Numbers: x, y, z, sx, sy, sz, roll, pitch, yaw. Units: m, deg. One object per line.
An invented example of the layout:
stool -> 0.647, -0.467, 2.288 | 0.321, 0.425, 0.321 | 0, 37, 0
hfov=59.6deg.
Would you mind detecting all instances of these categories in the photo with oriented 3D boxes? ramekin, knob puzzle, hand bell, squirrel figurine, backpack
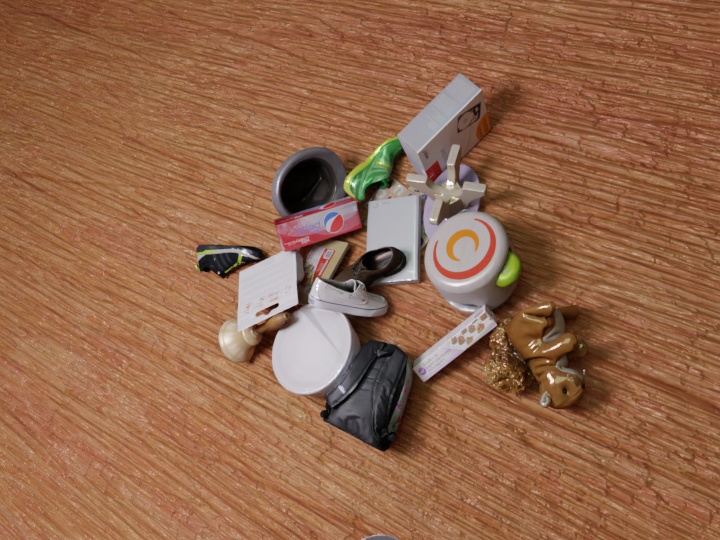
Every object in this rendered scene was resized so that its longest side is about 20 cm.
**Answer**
ramekin -> -0.088, 0.181, 1.377 | 0.198, 0.094, 0.207 | -12, 63, 24
knob puzzle -> -0.139, -0.001, 1.515 | 0.215, 0.031, 0.224 | -16, 50, 20
hand bell -> -0.224, 0.130, 1.411 | 0.198, 0.103, 0.107 | -28, 57, 40
squirrel figurine -> 0.339, 0.176, 1.207 | 0.197, 0.140, 0.192 | -20, 72, 29
backpack -> 0.028, 0.246, 1.291 | 0.164, 0.127, 0.204 | 22, 78, 12

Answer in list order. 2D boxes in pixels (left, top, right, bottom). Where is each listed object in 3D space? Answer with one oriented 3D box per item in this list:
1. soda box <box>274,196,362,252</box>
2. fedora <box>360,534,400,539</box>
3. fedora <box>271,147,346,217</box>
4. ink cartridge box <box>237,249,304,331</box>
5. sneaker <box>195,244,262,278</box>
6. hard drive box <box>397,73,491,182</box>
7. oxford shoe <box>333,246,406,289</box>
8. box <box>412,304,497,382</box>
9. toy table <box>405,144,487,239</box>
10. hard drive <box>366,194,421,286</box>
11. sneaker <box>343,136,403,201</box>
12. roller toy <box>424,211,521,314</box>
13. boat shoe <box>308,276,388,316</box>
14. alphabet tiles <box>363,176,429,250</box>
soda box -> -0.100, -0.110, 1.477 | 0.195, 0.072, 0.063 | -19, 20, -9
fedora -> 0.055, 0.591, 1.157 | 0.174, 0.090, 0.203 | -29, 67, 11
fedora -> -0.137, -0.210, 1.545 | 0.199, 0.179, 0.090 | -37, 30, -15
ink cartridge box -> -0.203, 0.049, 1.446 | 0.159, 0.050, 0.203 | -25, 42, 12
sneaker -> -0.333, -0.022, 1.599 | 0.195, 0.071, 0.085 | 3, 94, 25
hard drive box -> 0.195, -0.317, 1.439 | 0.200, 0.156, 0.077 | -44, 61, 1
oxford shoe -> 0.000, 0.000, 1.400 | 0.198, 0.084, 0.074 | -33, 64, 14
box -> 0.190, 0.149, 1.277 | 0.199, 0.042, 0.039 | -42, 96, 19
toy table -> 0.197, -0.164, 1.390 | 0.179, 0.117, 0.205 | 0, 69, 20
hard drive -> 0.076, -0.068, 1.451 | 0.129, 0.026, 0.205 | -5, 71, 23
sneaker -> 0.048, -0.243, 1.523 | 0.200, 0.074, 0.084 | -44, 83, -8
roller toy -> 0.234, -0.015, 1.306 | 0.180, 0.140, 0.203 | -28, 52, 15
boat shoe -> -0.017, 0.053, 1.353 | 0.073, 0.196, 0.067 | 39, 115, 49
alphabet tiles -> 0.103, -0.138, 1.488 | 0.168, 0.008, 0.199 | -48, 60, -2
